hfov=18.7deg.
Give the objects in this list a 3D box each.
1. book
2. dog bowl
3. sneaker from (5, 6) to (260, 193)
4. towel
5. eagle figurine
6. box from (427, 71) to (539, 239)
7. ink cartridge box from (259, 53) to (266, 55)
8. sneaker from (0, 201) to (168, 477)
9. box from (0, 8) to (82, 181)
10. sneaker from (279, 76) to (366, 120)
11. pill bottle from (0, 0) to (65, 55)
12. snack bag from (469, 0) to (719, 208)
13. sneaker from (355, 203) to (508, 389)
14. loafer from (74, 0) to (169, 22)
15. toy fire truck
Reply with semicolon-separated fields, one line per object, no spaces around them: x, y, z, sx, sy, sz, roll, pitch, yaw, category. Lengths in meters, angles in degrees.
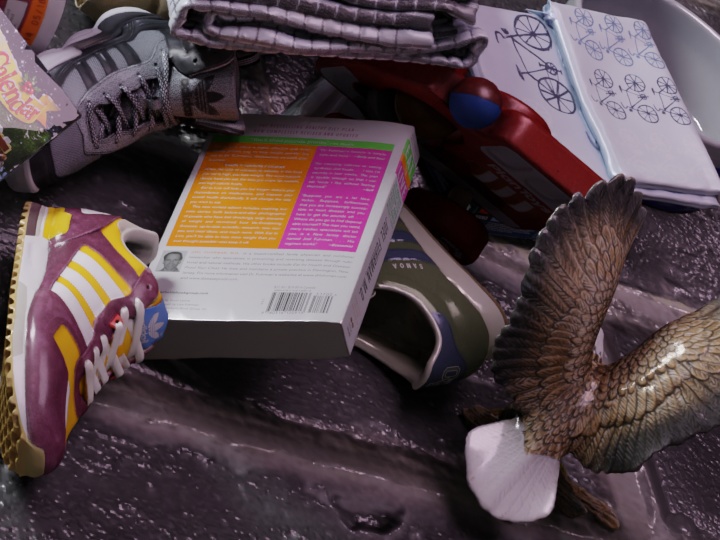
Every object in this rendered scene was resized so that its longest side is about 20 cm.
-0.048;-0.023;1.336;0.133;0.048;0.200;0;38;17;book
0.237;-0.146;1.803;0.200;0.079;0.200;25;36;-20;dog bowl
-0.137;-0.106;1.355;0.114;0.076;0.200;7;31;21;sneaker
-0.023;-0.196;1.387;0.200;0.086;0.166;5;24;-9;towel
0.148;0.059;1.367;0.152;0.200;0.151;10;44;-36;eagle figurine
0.097;-0.110;1.649;0.136;0.038;0.200;6;46;-39;box
-0.095;-0.269;1.563;0.084;0.146;0.200;-13;46;0;ink cartridge box
-0.151;0.034;1.209;0.090;0.075;0.200;6;42;-9;sneaker
-0.271;-0.125;1.229;0.137;0.038;0.200;-42;101;-27;box
0.018;-0.129;1.569;0.082;0.075;0.200;49;58;-10;sneaker
-0.288;-0.193;1.326;0.200;0.114;0.114;11;42;-35;pill bottle
0.165;-0.132;1.645;0.200;0.021;0.189;6;49;-30;snack bag
0.000;0.000;1.416;0.200;0.067;0.090;42;40;11;sneaker
-0.178;-0.244;1.525;0.067;0.076;0.200;15;40;-41;loafer
0.072;-0.089;1.448;0.200;0.168;0.112;40;74;-24;toy fire truck
